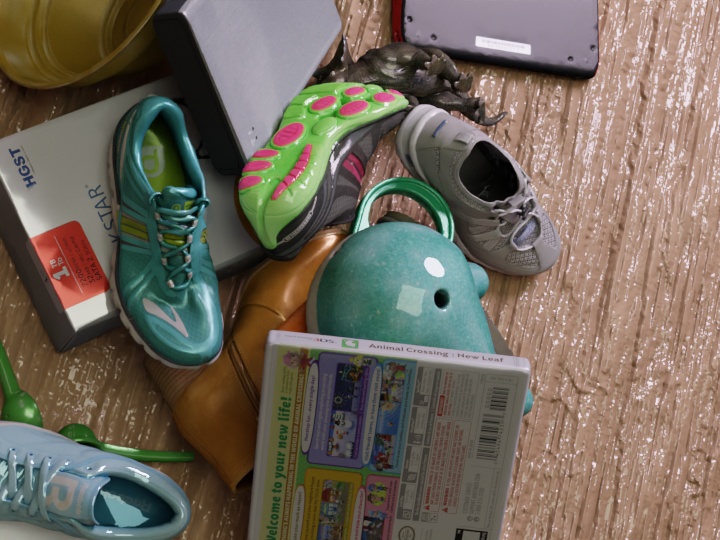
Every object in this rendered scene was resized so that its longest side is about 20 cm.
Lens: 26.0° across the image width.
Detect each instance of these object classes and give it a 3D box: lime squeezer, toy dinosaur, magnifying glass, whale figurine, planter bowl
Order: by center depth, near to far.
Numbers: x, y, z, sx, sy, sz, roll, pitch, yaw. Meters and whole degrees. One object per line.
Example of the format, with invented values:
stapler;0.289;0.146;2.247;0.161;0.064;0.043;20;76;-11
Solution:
whale figurine;0.056;0.053;1.134;0.200;0.104;0.159;47;61;-14
lime squeezer;-0.220;0.109;1.156;0.200;0.038;0.071;36;35;-9
magnifying glass;0.000;0.000;1.192;0.080;0.022;0.200;45;55;0
planter bowl;-0.184;-0.212;1.194;0.083;0.200;0.201;32;62;-48
toy dinosaur;0.047;-0.162;1.300;0.200;0.102;0.077;-6;122;-37

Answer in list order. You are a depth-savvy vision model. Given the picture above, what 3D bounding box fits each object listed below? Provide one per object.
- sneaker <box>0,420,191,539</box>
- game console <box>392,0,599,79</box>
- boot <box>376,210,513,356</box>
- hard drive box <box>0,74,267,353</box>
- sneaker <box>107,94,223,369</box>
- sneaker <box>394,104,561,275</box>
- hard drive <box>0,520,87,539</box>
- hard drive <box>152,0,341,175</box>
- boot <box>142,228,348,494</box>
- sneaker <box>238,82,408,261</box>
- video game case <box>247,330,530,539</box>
sneaker;-0.211;0.147;1.084;0.200;0.082;0.074;11;81;-18
game console;0.122;-0.265;1.391;0.200;0.031;0.177;5;79;-20
boot;0.009;0.074;1.240;0.200;0.073;0.182;-36;89;-19
hard drive box;-0.169;-0.051;1.189;0.200;0.077;0.156;-26;86;-25
sneaker;-0.139;-0.028;1.108;0.077;0.080;0.200;-9;80;-24
sneaker;0.108;-0.052;1.267;0.200;0.082;0.075;40;79;-38
hard drive;-0.239;0.226;1.116;0.200;0.027;0.132;-8;79;-24
hard drive;-0.080;-0.187;1.177;0.200;0.033;0.140;-63;142;-44
boot;-0.051;0.070;1.183;0.201;0.071;0.144;-36;65;-16
sneaker;-0.029;-0.079;1.181;0.077;0.084;0.200;18;43;25
video game case;0.016;0.142;1.106;0.182;0.022;0.200;6;116;-1
